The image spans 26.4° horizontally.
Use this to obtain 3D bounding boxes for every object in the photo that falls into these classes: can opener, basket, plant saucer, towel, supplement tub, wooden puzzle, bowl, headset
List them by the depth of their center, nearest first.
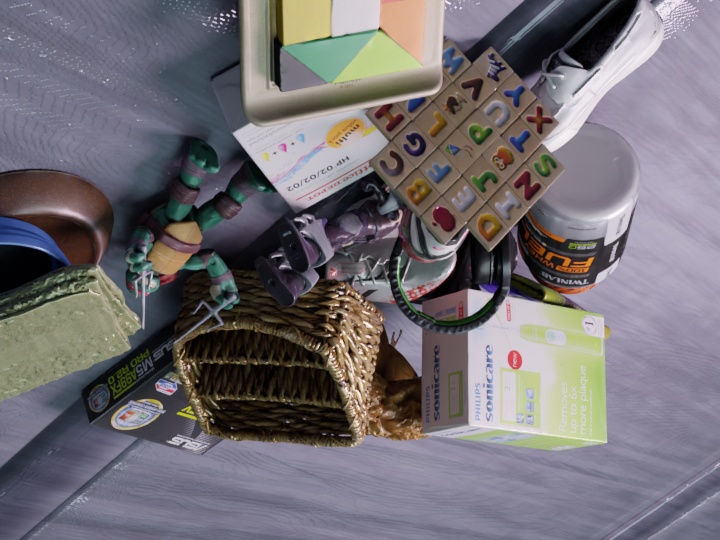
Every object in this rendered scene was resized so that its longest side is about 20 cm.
[{"bbox_3d":[-0.010,-0.221,1.255,0.184,0.037,0.201,-13,124,-19],"label":"wooden puzzle"},{"bbox_3d":[-0.358,0.023,1.387,0.200,0.040,0.201,-18,148,-11],"label":"bowl"},{"bbox_3d":[-0.309,0.062,1.408,0.199,0.037,0.149,-24,150,-3],"label":"towel"},{"bbox_3d":[-0.322,-0.015,1.425,0.199,0.035,0.201,-17,148,-11],"label":"plant saucer"},{"bbox_3d":[0.106,-0.035,1.551,0.123,0.094,0.201,26,101,-5],"label":"headset"},{"bbox_3d":[-0.094,0.089,1.556,0.199,0.150,0.143,3,161,26],"label":"basket"},{"bbox_3d":[0.232,-0.060,1.653,0.122,0.123,0.200,-20,154,-8],"label":"supplement tub"},{"bbox_3d":[0.113,-0.018,1.654,0.078,0.064,0.200,-5,145,-29],"label":"can opener"},{"bbox_3d":[0.198,0.034,1.777,0.200,0.143,0.023,31,81,-56],"label":"towel"}]

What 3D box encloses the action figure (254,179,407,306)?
[{"bbox_3d":[-0.017,-0.041,1.488,0.130,0.070,0.200,-39,176,39],"label":"action figure"}]

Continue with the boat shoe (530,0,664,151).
[{"bbox_3d":[0.207,-0.190,1.482,0.200,0.072,0.068,-38,140,8],"label":"boat shoe"}]

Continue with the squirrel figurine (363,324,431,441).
[{"bbox_3d":[0.008,0.126,1.710,0.141,0.200,0.187,-38,136,10],"label":"squirrel figurine"}]

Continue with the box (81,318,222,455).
[{"bbox_3d":[-0.190,0.134,1.735,0.160,0.044,0.200,-37,147,18],"label":"box"}]

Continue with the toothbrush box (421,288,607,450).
[{"bbox_3d":[0.167,0.111,1.659,0.199,0.147,0.086,11,162,-33],"label":"toothbrush box"}]

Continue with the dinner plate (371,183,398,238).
[{"bbox_3d":[0.081,-0.071,1.634,0.199,0.024,0.201,-18,150,-11],"label":"dinner plate"}]

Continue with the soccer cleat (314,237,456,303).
[{"bbox_3d":[0.000,0.000,1.594,0.199,0.069,0.085,-8,166,19],"label":"soccer cleat"}]

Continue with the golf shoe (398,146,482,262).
[{"bbox_3d":[0.102,-0.103,1.448,0.072,0.201,0.092,21,169,-15],"label":"golf shoe"}]

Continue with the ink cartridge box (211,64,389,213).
[{"bbox_3d":[-0.042,-0.129,1.415,0.115,0.068,0.200,-28,150,6],"label":"ink cartridge box"}]

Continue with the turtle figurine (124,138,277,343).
[{"bbox_3d":[-0.172,-0.024,1.453,0.149,0.101,0.200,6,125,-52],"label":"turtle figurine"}]

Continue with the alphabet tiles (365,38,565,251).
[{"bbox_3d":[0.099,-0.117,1.402,0.200,0.167,0.006,-45,-175,-34],"label":"alphabet tiles"}]
